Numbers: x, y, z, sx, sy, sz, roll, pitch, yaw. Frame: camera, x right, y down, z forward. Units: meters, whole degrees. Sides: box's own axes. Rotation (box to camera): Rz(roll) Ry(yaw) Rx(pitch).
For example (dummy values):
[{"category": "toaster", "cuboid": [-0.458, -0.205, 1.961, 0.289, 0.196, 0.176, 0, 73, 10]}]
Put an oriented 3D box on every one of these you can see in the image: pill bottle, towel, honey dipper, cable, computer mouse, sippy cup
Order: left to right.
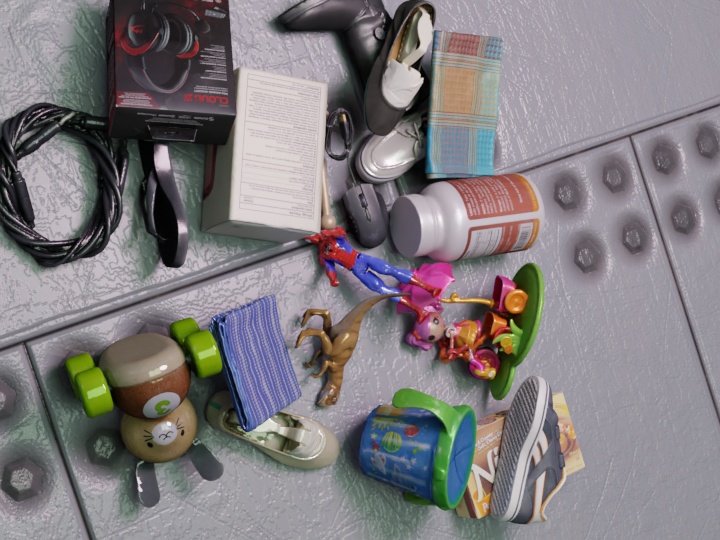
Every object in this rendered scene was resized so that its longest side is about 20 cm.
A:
[{"category": "cable", "cuboid": [-0.366, -0.103, 1.566, 0.163, 0.051, 0.200, 16, 77, -25]}, {"category": "towel", "cuboid": [-0.124, 0.110, 1.610, 0.200, 0.024, 0.145, -25, 99, -72]}, {"category": "honey dipper", "cuboid": [-0.053, -0.154, 1.748, 0.038, 0.038, 0.200, -7, 89, -29]}, {"category": "computer mouse", "cuboid": [-0.005, -0.121, 1.739, 0.059, 0.034, 0.200, -21, 110, -8]}, {"category": "sippy cup", "cuboid": [0.072, 0.234, 1.700, 0.140, 0.130, 0.178, -17, 115, -69]}, {"category": "towel", "cuboid": [0.144, -0.225, 1.790, 0.146, 0.022, 0.200, -5, 102, -47]}, {"category": "pill bottle", "cuboid": [0.146, -0.072, 1.800, 0.200, 0.112, 0.112, -8, 87, -29]}]

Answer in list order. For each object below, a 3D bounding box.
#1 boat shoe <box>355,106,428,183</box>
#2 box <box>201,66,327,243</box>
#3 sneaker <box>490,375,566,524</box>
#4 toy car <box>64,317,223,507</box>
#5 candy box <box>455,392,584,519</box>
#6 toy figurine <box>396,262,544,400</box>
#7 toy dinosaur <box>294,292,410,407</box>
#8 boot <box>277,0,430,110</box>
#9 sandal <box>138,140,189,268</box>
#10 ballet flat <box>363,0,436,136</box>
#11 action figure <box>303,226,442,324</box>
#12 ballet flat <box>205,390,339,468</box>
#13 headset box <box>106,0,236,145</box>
[{"category": "boat shoe", "cuboid": [0.080, -0.187, 1.798, 0.200, 0.070, 0.071, -30, 89, -28]}, {"category": "box", "cuboid": [-0.124, -0.145, 1.667, 0.128, 0.109, 0.200, 8, 80, -27]}, {"category": "sneaker", "cuboid": [0.238, 0.247, 1.766, 0.079, 0.078, 0.200, 15, 88, -21]}, {"category": "toy car", "cuboid": [-0.240, 0.181, 1.552, 0.164, 0.158, 0.200, -19, 105, -17]}, {"category": "candy box", "cuboid": [0.212, 0.258, 1.826, 0.200, 0.055, 0.116, -19, 93, -28]}, {"category": "toy figurine", "cuboid": [0.133, 0.067, 1.790, 0.184, 0.150, 0.200, 13, 102, -13]}, {"category": "toy dinosaur", "cuboid": [-0.025, 0.083, 1.700, 0.106, 0.060, 0.200, 21, 113, -9]}, {"category": "boot", "cuboid": [-0.004, -0.294, 1.782, 0.165, 0.066, 0.200, -31, 104, -25]}, {"category": "sandal", "cuboid": [-0.257, -0.096, 1.614, 0.043, 0.076, 0.201, -8, 77, -30]}, {"category": "ballet flat", "cuboid": [0.055, -0.278, 1.736, 0.068, 0.068, 0.200, 23, 74, -30]}, {"category": "action figure", "cuboid": [0.000, 0.000, 1.695, 0.200, 0.099, 0.065, 31, 107, 13]}, {"category": "ballet flat", "cuboid": [-0.103, 0.207, 1.658, 0.200, 0.069, 0.070, 22, 74, -24]}, {"category": "headset box", "cuboid": [-0.234, -0.243, 1.594, 0.148, 0.075, 0.200, 3, 63, -17]}]
